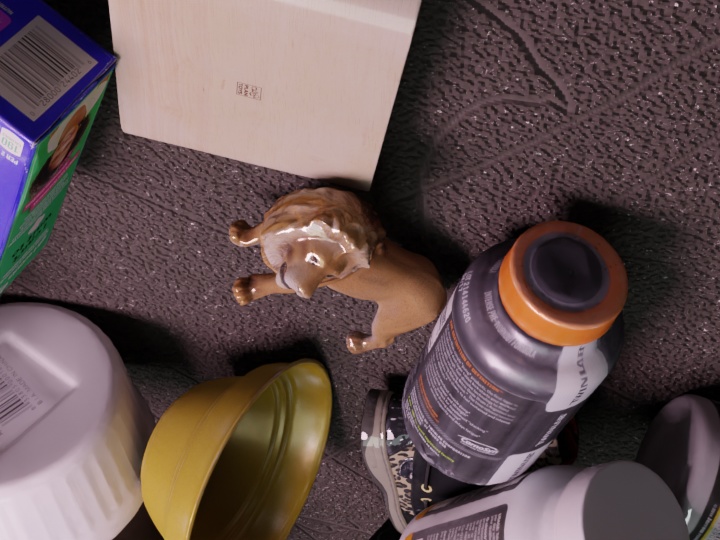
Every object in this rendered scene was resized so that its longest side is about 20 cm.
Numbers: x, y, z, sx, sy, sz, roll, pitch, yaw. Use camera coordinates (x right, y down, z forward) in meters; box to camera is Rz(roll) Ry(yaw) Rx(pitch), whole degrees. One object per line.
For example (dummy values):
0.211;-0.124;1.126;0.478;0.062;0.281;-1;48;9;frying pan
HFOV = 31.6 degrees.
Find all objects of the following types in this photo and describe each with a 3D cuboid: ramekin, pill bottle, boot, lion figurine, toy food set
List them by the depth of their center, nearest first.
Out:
-0.049;-0.116;0.649;0.143;0.061;0.200;14;156;-1;toy food set
0.000;0.000;0.776;0.122;0.073;0.200;-12;162;37;lion figurine
0.097;0.050;0.791;0.106;0.107;0.200;16;148;-4;pill bottle
0.120;0.197;0.868;0.116;0.117;0.200;28;147;-22;pill bottle
0.300;0.167;0.890;0.199;0.112;0.111;19;147;-8;pill bottle
-0.257;0.119;0.950;0.200;0.201;0.098;7;140;10;ramekin
0.095;0.157;0.989;0.153;0.074;0.204;-2;146;18;boot

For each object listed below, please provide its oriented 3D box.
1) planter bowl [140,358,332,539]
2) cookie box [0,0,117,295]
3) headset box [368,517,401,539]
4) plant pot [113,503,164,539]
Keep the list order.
-0.106;0.145;0.954;0.083;0.201;0.201;22;152;21;planter bowl
-0.238;-0.088;0.689;0.171;0.075;0.200;38;145;-1;cookie box
0.067;0.272;1.065;0.148;0.075;0.200;0;-171;20;headset box
-0.232;0.232;1.127;0.199;0.174;0.200;9;148;6;plant pot
